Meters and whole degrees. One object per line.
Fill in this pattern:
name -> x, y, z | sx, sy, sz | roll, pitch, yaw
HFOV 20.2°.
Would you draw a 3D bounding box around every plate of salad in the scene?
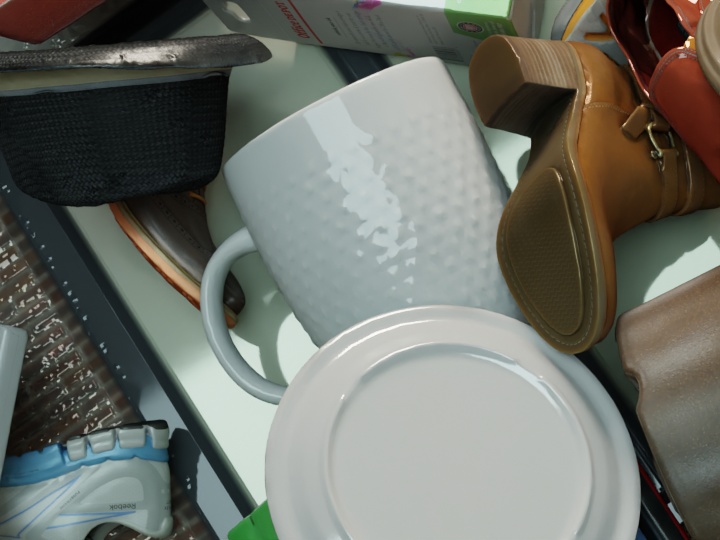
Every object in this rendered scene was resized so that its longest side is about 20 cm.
plate of salad -> 0.048, 0.112, 1.065 | 0.199, 0.048, 0.201 | 3, 61, -6

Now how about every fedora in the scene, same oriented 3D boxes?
fedora -> -0.147, -0.086, 1.172 | 0.200, 0.201, 0.092 | -3, 96, 11

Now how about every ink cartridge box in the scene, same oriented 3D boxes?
ink cartridge box -> 0.006, -0.178, 1.225 | 0.199, 0.117, 0.068 | 9, 82, 13

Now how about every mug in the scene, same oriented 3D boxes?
mug -> 0.000, 0.000, 1.178 | 0.199, 0.148, 0.176 | -28, 84, 8

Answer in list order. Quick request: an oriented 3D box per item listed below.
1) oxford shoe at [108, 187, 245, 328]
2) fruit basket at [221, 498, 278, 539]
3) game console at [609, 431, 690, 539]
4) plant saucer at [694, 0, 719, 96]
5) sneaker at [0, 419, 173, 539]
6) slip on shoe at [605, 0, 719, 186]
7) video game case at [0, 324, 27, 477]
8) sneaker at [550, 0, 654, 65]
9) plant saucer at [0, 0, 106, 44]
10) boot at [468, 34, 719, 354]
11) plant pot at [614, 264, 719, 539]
oxford shoe -> -0.122, -0.054, 1.252 | 0.073, 0.071, 0.200 | -36, 73, -2
fruit basket -> 0.027, 0.192, 1.146 | 0.200, 0.094, 0.185 | 50, 124, 6
game console -> 0.123, 0.215, 1.124 | 0.118, 0.172, 0.200 | -26, 73, -22
plant saucer -> 0.280, -0.119, 1.081 | 0.199, 0.030, 0.200 | 4, 38, -3
sneaker -> -0.206, 0.152, 1.228 | 0.199, 0.075, 0.087 | -13, 85, 11
slip on shoe -> 0.191, -0.098, 1.123 | 0.061, 0.074, 0.200 | 3, 43, -27
video game case -> -0.286, 0.125, 1.202 | 0.181, 0.023, 0.201 | 4, 81, 35
sneaker -> 0.178, -0.207, 1.227 | 0.200, 0.078, 0.077 | -52, 50, 0
plant saucer -> -0.141, -0.208, 1.244 | 0.200, 0.200, 0.037 | -32, 107, 3
boot -> 0.151, -0.043, 1.145 | 0.074, 0.154, 0.201 | -35, 57, 45
plant pot -> 0.257, 0.059, 1.097 | 0.198, 0.200, 0.201 | -24, 75, 15
